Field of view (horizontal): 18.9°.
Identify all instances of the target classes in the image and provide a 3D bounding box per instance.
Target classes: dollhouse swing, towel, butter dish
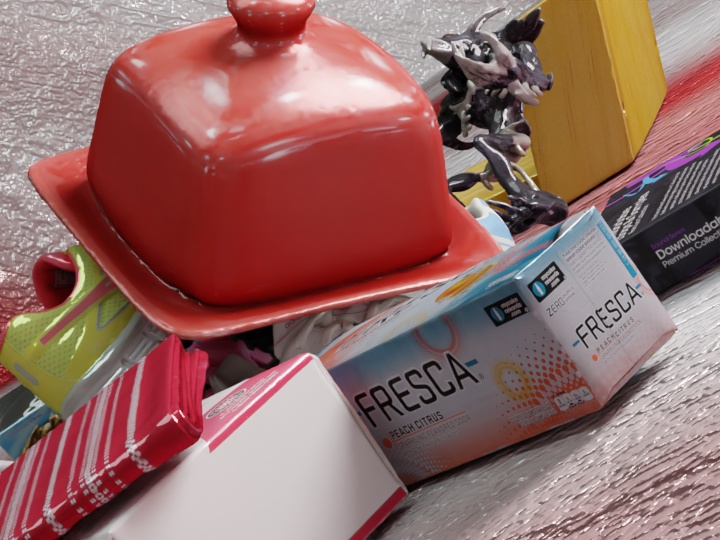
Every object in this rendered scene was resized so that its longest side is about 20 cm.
[{"bbox_3d":[0.109,-0.130,1.501,0.175,0.182,0.200,-11,15,19],"label":"dollhouse swing"},{"bbox_3d":[-0.147,0.107,0.939,0.200,0.023,0.145,-38,11,4],"label":"towel"},{"bbox_3d":[-0.047,-0.076,1.091,0.199,0.148,0.200,-12,33,-27],"label":"butter dish"}]

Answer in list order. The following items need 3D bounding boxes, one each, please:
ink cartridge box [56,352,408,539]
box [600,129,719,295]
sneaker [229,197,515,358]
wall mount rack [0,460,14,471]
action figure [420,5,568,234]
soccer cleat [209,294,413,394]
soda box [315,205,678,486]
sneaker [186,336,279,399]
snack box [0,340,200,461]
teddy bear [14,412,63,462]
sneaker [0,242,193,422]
[{"bbox_3d":[-0.098,0.131,0.979,0.200,0.084,0.145,-27,11,48],"label":"ink cartridge box"},{"bbox_3d":[0.195,-0.051,1.041,0.200,0.036,0.143,-30,7,25],"label":"box"},{"bbox_3d":[0.000,0.000,1.182,0.199,0.073,0.072,-7,-29,-36],"label":"sneaker"},{"bbox_3d":[-0.213,0.130,1.579,0.174,0.075,0.200,-41,8,-35],"label":"wall mount rack"},{"bbox_3d":[0.065,-0.095,1.320,0.119,0.102,0.201,-42,39,33],"label":"action figure"},{"bbox_3d":[0.006,0.042,1.091,0.200,0.086,0.070,-31,8,29],"label":"soccer cleat"},{"bbox_3d":[0.044,0.043,0.962,0.064,0.069,0.200,-40,8,-39],"label":"soda box"},{"bbox_3d":[-0.069,0.082,1.206,0.079,0.096,0.200,3,43,39],"label":"sneaker"},{"bbox_3d":[-0.111,0.072,1.308,0.200,0.116,0.037,-35,36,3],"label":"snack box"},{"bbox_3d":[-0.174,0.156,1.137,0.145,0.067,0.200,-62,9,8],"label":"teddy bear"},{"bbox_3d":[-0.125,0.006,1.147,0.078,0.090,0.200,-65,-6,35],"label":"sneaker"}]
